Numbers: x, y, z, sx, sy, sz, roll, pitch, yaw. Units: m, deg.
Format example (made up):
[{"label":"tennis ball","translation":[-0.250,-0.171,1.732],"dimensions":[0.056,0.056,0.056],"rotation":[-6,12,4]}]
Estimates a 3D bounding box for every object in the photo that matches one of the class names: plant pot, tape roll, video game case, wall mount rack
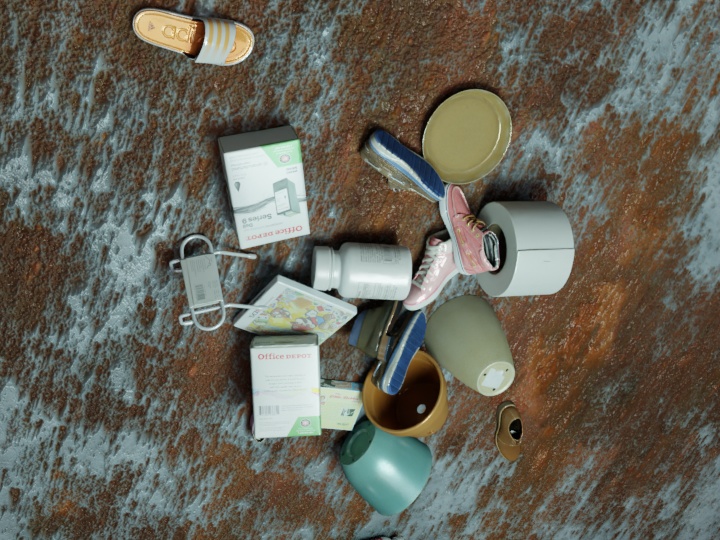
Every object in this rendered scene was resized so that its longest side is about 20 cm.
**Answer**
[{"label":"plant pot","translation":[0.215,-0.275,1.545],"dimensions":[0.198,0.028,0.202],"rotation":[-9,122,-15]},{"label":"tape roll","translation":[0.345,-0.047,1.620],"dimensions":[0.137,0.203,0.205],"rotation":[-2,120,-20]},{"label":"plant pot","translation":[0.267,0.190,1.729],"dimensions":[0.185,0.200,0.189],"rotation":[-9,122,-14]},{"label":"video game case","translation":[-0.138,0.097,1.589],"dimensions":[0.199,0.023,0.182],"rotation":[23,134,-30]},{"label":"wall mount rack","translation":[-0.278,0.027,1.474],"dimensions":[0.172,0.202,0.075],"rotation":[-11,159,-10]},{"label":"plant pot","translation":[0.119,0.302,1.758],"dimensions":[0.199,0.201,0.140],"rotation":[-36,141,3]},{"label":"plant pot","translation":[0.047,0.457,1.813],"dimensions":[0.201,0.201,0.161],"rotation":[-45,111,9]}]

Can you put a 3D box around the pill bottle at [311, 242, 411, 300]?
[{"label":"pill bottle","translation":[0.000,0.000,1.567],"dimensions":[0.197,0.115,0.116],"rotation":[3,118,-10]}]

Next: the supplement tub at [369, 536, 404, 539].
[{"label":"supplement tub","translation":[0.028,0.802,2.033],"dimensions":[0.198,0.141,0.142],"rotation":[-8,121,-16]}]

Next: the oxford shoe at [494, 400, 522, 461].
[{"label":"oxford shoe","translation":[0.402,0.445,2.007],"dimensions":[0.071,0.071,0.202],"rotation":[-20,125,-10]}]

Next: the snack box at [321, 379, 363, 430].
[{"label":"snack box","translation":[-0.093,0.311,1.765],"dimensions":[0.198,0.037,0.117],"rotation":[11,115,-25]}]

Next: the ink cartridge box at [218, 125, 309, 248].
[{"label":"ink cartridge box","translation":[-0.180,-0.157,1.432],"dimensions":[0.144,0.084,0.202],"rotation":[-13,123,-12]}]

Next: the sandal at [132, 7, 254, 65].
[{"label":"sandal","translation":[-0.279,-0.389,1.276],"dimensions":[0.204,0.059,0.080],"rotation":[4,118,-22]}]

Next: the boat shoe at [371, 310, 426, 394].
[{"label":"boat shoe","translation":[0.081,0.176,1.710],"dimensions":[0.072,0.072,0.201],"rotation":[46,67,-49]}]

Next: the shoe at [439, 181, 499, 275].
[{"label":"shoe","translation":[0.232,-0.091,1.577],"dimensions":[0.071,0.090,0.202],"rotation":[-20,99,-42]}]

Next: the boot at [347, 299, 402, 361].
[{"label":"boot","translation":[0.037,0.090,1.659],"dimensions":[0.096,0.075,0.202],"rotation":[13,83,14]}]

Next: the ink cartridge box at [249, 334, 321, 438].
[{"label":"ink cartridge box","translation":[-0.157,0.243,1.602],"dimensions":[0.143,0.088,0.203],"rotation":[-2,103,-3]}]

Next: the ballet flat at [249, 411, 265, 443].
[{"label":"ballet flat","translation":[-0.210,0.303,1.697],"dimensions":[0.068,0.071,0.202],"rotation":[5,117,-19]}]

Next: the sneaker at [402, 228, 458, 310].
[{"label":"sneaker","translation":[0.152,-0.012,1.638],"dimensions":[0.200,0.075,0.105],"rotation":[-42,126,-10]}]

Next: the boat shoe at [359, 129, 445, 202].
[{"label":"boat shoe","translation":[0.084,-0.199,1.514],"dimensions":[0.199,0.073,0.072],"rotation":[39,131,-18]}]
